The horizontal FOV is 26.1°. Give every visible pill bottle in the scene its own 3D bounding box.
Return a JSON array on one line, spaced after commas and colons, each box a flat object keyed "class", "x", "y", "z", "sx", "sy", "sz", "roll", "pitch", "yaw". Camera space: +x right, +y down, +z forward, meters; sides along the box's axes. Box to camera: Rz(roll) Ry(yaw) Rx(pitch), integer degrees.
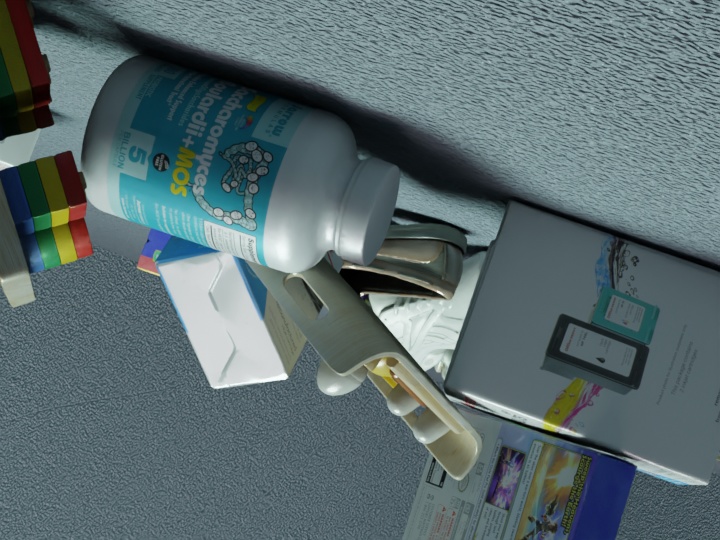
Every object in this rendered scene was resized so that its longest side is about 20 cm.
[{"class": "pill bottle", "x": -0.077, "y": -0.066, "z": 1.040, "sx": 0.198, "sy": 0.112, "sz": 0.111, "roll": 18, "pitch": 174, "yaw": 12}]

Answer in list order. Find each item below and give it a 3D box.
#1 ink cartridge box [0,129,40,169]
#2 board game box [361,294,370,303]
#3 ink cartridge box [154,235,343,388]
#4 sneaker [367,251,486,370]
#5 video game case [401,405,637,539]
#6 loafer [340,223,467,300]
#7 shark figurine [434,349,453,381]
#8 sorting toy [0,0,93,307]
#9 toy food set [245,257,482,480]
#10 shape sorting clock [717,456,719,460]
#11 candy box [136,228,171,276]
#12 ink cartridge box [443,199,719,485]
[{"class": "ink cartridge box", "x": -0.378, "y": -0.145, "z": 1.506, "sx": 0.199, "sy": 0.068, "sz": 0.117, "roll": 23, "pitch": 173, "yaw": -23}, {"class": "board game box", "x": 0.021, "y": 0.037, "z": 1.617, "sx": 0.032, "sy": 0.121, "sz": 0.200, "roll": 18, "pitch": 173, "yaw": 20}, {"class": "ink cartridge box", "x": -0.075, "y": -0.016, "z": 1.191, "sx": 0.067, "sy": 0.200, "sz": 0.117, "roll": -10, "pitch": 118, "yaw": 22}, {"class": "sneaker", "x": 0.060, "y": 0.033, "z": 1.444, "sx": 0.099, "sy": 0.078, "sz": 0.200, "roll": 23, "pitch": 146, "yaw": -18}, {"class": "video game case", "x": 0.100, "y": 0.214, "z": 1.140, "sx": 0.045, "sy": 0.202, "sz": 0.181, "roll": 21, "pitch": 175, "yaw": -33}, {"class": "loafer", "x": 0.000, "y": 0.000, "z": 1.376, "sx": 0.199, "sy": 0.063, "sz": 0.072, "roll": -6, "pitch": 157, "yaw": 32}, {"class": "shark figurine", "x": 0.091, "y": 0.024, "z": 1.616, "sx": 0.089, "sy": 0.129, "sz": 0.215, "roll": -9, "pitch": 146, "yaw": 16}, {"class": "sorting toy", "x": -0.231, "y": -0.088, "z": 1.033, "sx": 0.069, "sy": 0.202, "sz": 0.199, "roll": -17, "pitch": 178, "yaw": -12}, {"class": "toy food set", "x": -0.001, "y": 0.065, "z": 1.114, "sx": 0.144, "sy": 0.060, "sz": 0.200, "roll": 49, "pitch": 180, "yaw": 38}, {"class": "shape sorting clock", "x": 0.554, "y": 0.312, "z": 2.795, "sx": 0.198, "sy": 0.040, "sz": 0.200, "roll": 20, "pitch": 174, "yaw": 2}, {"class": "candy box", "x": -0.149, "y": -0.018, "z": 1.744, "sx": 0.168, "sy": 0.078, "sz": 0.200, "roll": 20, "pitch": -176, "yaw": -2}, {"class": "ink cartridge box", "x": 0.177, "y": 0.057, "z": 1.158, "sx": 0.198, "sy": 0.147, "sz": 0.147, "roll": 20, "pitch": 174, "yaw": 7}]
